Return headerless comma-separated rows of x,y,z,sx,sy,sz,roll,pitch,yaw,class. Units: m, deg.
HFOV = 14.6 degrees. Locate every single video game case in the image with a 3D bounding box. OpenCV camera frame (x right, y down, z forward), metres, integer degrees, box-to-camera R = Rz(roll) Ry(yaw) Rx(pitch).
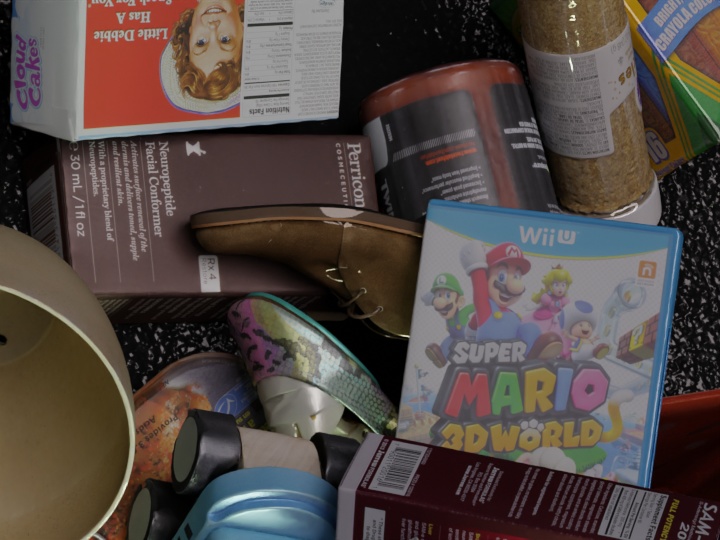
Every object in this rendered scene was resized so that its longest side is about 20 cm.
0.093,0.068,1.538,0.143,0.018,0.201,7,86,14,video game case

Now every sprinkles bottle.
0.137,-0.108,1.702,0.068,0.068,0.200,-38,133,-28,sprinkles bottle

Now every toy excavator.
-0.071,0.204,1.519,0.100,0.195,0.200,13,43,-22,toy excavator

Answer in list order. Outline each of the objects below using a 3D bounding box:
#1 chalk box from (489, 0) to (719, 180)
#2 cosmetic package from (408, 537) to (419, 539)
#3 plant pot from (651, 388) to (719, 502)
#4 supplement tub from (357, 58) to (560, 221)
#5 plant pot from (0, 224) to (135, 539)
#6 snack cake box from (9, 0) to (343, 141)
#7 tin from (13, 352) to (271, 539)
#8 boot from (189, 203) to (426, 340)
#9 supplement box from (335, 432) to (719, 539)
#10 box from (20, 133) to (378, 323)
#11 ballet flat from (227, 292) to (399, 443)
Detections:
0.178,-0.173,1.771,0.124,0.124,0.200,-38,94,-28,chalk box
0.041,0.252,1.455,0.200,0.087,0.103,53,28,-20,cosmetic package
0.188,0.184,1.648,0.200,0.176,0.200,-7,79,-25,plant pot
0.070,-0.019,1.690,0.107,0.107,0.201,-9,79,-26,supplement tub
-0.217,0.050,1.514,0.200,0.200,0.135,26,29,-16,plant pot
-0.103,-0.141,1.617,0.200,0.067,0.115,-7,105,-42,snack cake box
-0.116,0.131,1.603,0.200,0.042,0.112,-39,89,-28,tin
0.000,0.000,1.591,0.199,0.074,0.076,7,93,-12,boot
0.088,0.162,1.483,0.199,0.109,0.061,11,31,13,supplement box
-0.090,-0.024,1.638,0.200,0.075,0.100,-1,76,-26,box
-0.007,0.096,1.612,0.200,0.069,0.071,42,58,-23,ballet flat
